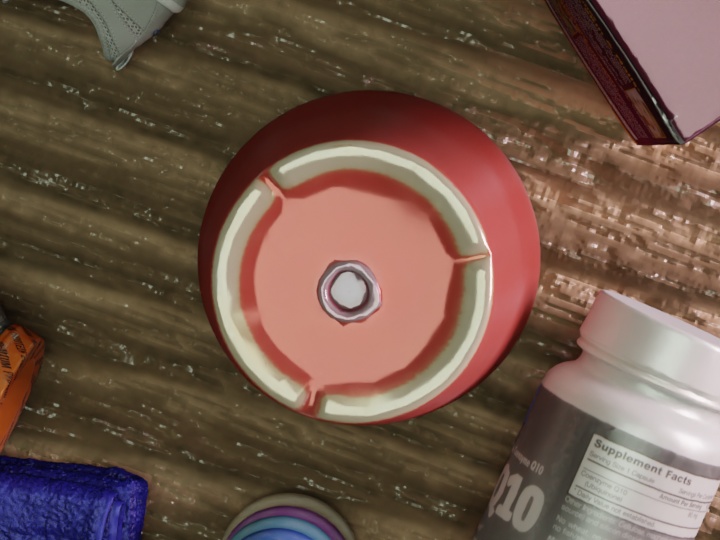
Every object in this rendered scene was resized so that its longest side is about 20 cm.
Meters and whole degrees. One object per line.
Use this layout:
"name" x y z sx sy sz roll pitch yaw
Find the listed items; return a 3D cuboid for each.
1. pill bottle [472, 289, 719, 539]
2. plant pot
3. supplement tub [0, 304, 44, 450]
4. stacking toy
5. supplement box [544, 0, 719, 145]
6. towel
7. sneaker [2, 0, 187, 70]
"pill bottle" 0.136 0.120 1.024 0.114 0.114 0.200 23 95 1
"plant pot" 0.000 0.000 0.990 0.200 0.177 0.201 0 95 3
"supplement tub" -0.288 0.039 1.035 0.200 0.123 0.123 26 95 1
"stacking toy" -0.046 0.180 0.994 0.085 0.200 0.086 0 95 2
"supplement box" 0.160 -0.132 0.959 0.086 0.200 0.110 -33 92 4
"towel" -0.204 0.211 1.080 0.147 0.050 0.201 5 95 2
"sneaker" -0.190 -0.192 1.035 0.200 0.075 0.082 36 98 1
